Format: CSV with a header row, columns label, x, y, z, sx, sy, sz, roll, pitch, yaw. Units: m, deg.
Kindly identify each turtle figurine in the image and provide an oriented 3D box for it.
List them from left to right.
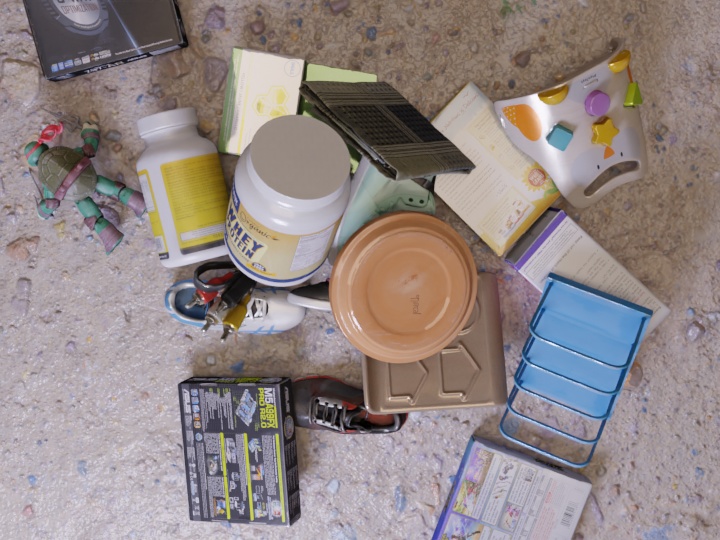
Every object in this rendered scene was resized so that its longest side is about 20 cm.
label,x,y,z,sx,sy,sz,roll,pitch,yaw
turtle figurine,-0.391,-0.122,1.331,0.200,0.101,0.150,40,94,-9

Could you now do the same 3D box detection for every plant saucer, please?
label,x,y,z,sx,sy,sz,roll,pitch,yaw
plant saucer,0.059,0.024,1.265,0.199,0.032,0.202,-4,105,-14

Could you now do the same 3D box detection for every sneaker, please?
label,x,y,z,sx,sy,sz,roll,pitch,yaw
sneaker,-0.174,0.053,1.355,0.198,0.072,0.073,4,94,-1
sneaker,-0.030,0.191,1.361,0.198,0.082,0.078,2,95,0
sneaker,0.000,0.000,1.299,0.198,0.071,0.100,-3,99,-10
sneaker,0.034,-0.076,1.322,0.118,0.074,0.201,26,109,6

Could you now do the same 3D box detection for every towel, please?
label,x,y,z,sx,sy,sz,roll,pitch,yaw
towel,0.033,-0.177,1.248,0.193,0.199,0.035,46,121,22

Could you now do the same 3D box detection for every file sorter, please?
label,x,y,z,sx,sy,sz,roll,pitch,yaw
file sorter,0.271,0.134,1.263,0.138,0.123,0.201,21,132,15

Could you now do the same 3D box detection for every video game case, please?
label,x,y,z,sx,sy,sz,roll,pitch,yaw
video game case,0.208,0.359,1.393,0.180,0.045,0.201,20,95,-3

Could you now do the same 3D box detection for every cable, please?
label,x,y,z,sx,sy,sz,roll,pitch,yaw
cable,-0.155,0.004,1.330,0.097,0.050,0.200,46,55,-1

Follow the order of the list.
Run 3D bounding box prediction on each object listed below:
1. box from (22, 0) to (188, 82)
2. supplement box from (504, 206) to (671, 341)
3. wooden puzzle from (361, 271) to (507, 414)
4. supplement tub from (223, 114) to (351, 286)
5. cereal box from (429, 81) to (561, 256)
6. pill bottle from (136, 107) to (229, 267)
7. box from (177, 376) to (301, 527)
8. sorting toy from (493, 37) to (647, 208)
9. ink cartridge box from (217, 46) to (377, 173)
label,x,y,z,sx,sy,sz,roll,pitch,yaw
box,-0.351,-0.361,1.331,0.198,0.044,0.162,-13,96,2
supplement box,0.306,0.018,1.333,0.200,0.101,0.104,40,95,-3
wooden puzzle,0.098,0.101,1.355,0.198,0.046,0.187,-3,79,-4
supplement tub,-0.091,-0.085,1.222,0.143,0.200,0.145,6,59,-11
cereal box,0.170,-0.140,1.350,0.144,0.040,0.200,-45,92,4
pill bottle,-0.238,-0.112,1.319,0.111,0.112,0.202,-13,95,2
box,-0.169,0.250,1.363,0.159,0.044,0.202,-3,96,19
sorting toy,0.311,-0.186,1.307,0.199,0.107,0.181,-29,110,-9
ink cartridge box,-0.086,-0.217,1.342,0.198,0.048,0.147,10,95,2
